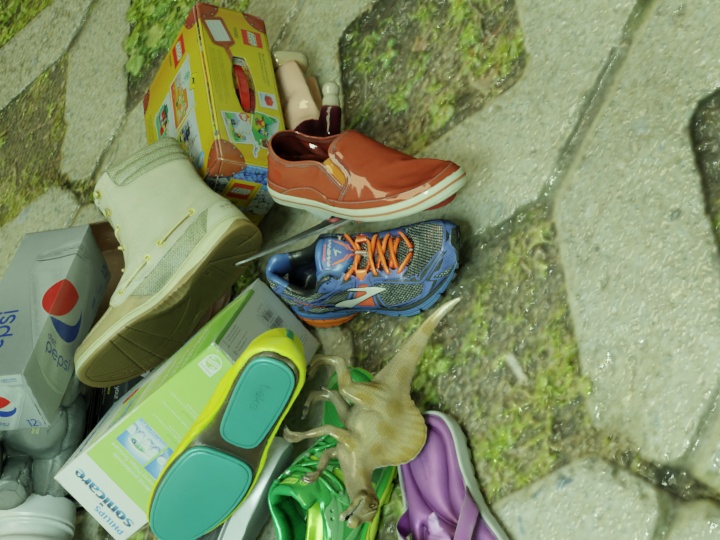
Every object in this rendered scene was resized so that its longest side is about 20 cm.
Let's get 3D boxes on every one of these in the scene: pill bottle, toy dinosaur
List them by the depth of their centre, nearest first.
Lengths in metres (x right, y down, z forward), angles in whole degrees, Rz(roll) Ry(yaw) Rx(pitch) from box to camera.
[{"bbox_3d":[0.006,0.104,1.001,0.101,0.058,0.200,17,63,11],"label":"toy dinosaur"},{"bbox_3d":[-0.310,0.310,1.206,0.112,0.112,0.200,-23,52,34],"label":"pill bottle"}]

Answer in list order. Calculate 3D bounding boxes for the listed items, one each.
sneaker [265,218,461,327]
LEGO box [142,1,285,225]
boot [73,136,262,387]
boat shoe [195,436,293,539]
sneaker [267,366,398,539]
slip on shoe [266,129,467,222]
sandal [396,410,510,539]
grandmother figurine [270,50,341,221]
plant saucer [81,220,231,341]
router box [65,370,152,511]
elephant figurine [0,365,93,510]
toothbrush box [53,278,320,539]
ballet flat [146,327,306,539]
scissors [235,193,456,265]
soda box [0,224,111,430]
[{"bbox_3d":[0.000,0.000,1.098,0.200,0.078,0.075,-20,56,37],"label":"sneaker"},{"bbox_3d":[-0.143,-0.132,1.273,0.149,0.077,0.200,-50,42,43],"label":"LEGO box"},{"bbox_3d":[-0.197,-0.009,1.153,0.200,0.072,0.155,-45,57,3],"label":"boot"},{"bbox_3d":[-0.120,0.209,1.069,0.066,0.070,0.200,30,115,10],"label":"boat shoe"},{"bbox_3d":[-0.023,0.166,1.022,0.074,0.084,0.200,-10,60,42],"label":"sneaker"},{"bbox_3d":[-0.002,-0.083,1.083,0.200,0.061,0.074,10,36,39],"label":"slip on shoe"},{"bbox_3d":[0.057,0.187,0.955,0.082,0.050,0.203,-41,43,20],"label":"sandal"},{"bbox_3d":[-0.048,-0.125,1.239,0.121,0.060,0.200,-64,35,40],"label":"grandmother figurine"},{"bbox_3d":[-0.224,0.024,1.260,0.200,0.200,0.035,-117,24,-44],"label":"plant saucer"},{"bbox_3d":[-0.263,0.132,1.304,0.149,0.051,0.200,-19,55,35],"label":"router box"},{"bbox_3d":[-0.327,0.117,1.240,0.155,0.142,0.200,-13,29,-8],"label":"elephant figurine"},{"bbox_3d":[-0.144,0.118,1.121,0.200,0.086,0.146,-41,8,23],"label":"toothbrush box"},{"bbox_3d":[-0.098,0.123,0.998,0.200,0.067,0.067,-57,13,25],"label":"ballet flat"},{"bbox_3d":[-0.011,-0.047,1.104,0.200,0.014,0.073,-19,29,1],"label":"scissors"},{"bbox_3d":[-0.280,0.047,1.139,0.068,0.063,0.200,-6,38,14],"label":"soda box"}]
